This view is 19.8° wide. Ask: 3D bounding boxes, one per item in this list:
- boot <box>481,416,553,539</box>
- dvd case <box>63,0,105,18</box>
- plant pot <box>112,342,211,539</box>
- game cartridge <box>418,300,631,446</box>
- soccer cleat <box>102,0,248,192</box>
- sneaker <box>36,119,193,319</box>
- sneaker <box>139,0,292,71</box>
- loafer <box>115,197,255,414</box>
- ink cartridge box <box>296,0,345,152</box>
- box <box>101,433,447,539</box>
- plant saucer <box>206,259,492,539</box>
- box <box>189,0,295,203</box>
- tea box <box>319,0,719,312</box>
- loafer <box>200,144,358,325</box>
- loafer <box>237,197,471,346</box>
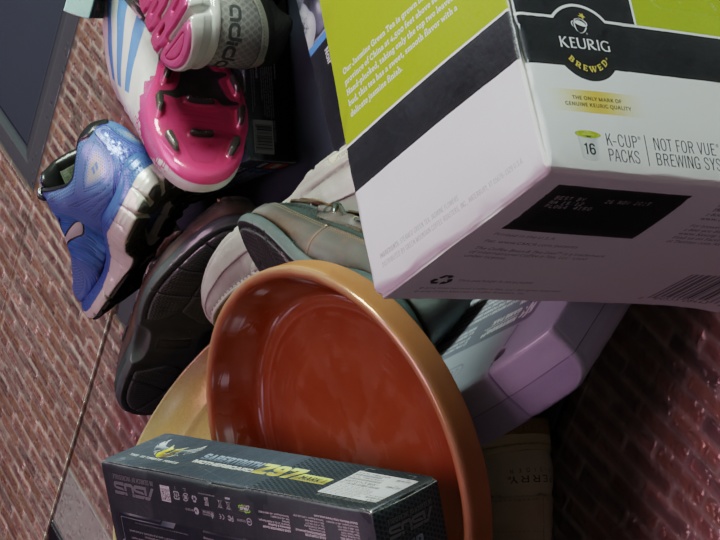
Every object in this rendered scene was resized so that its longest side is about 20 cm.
[{"bbox_3d":[0.045,0.176,1.106,0.200,0.072,0.157,-32,63,49],"label":"boot"},{"bbox_3d":[-0.163,-0.241,1.395,0.200,0.022,0.147,-113,39,-81],"label":"dvd case"},{"bbox_3d":[-0.078,0.114,1.273,0.200,0.027,0.201,-37,33,28],"label":"plant pot"},{"bbox_3d":[0.067,0.038,1.038,0.041,0.133,0.200,47,144,-9],"label":"game cartridge"},{"bbox_3d":[-0.120,-0.113,1.319,0.087,0.069,0.201,115,146,-46],"label":"soccer cleat"},{"bbox_3d":[-0.167,-0.039,1.382,0.089,0.078,0.200,47,151,11],"label":"sneaker"},{"bbox_3d":[-0.092,-0.189,1.284,0.074,0.087,0.201,-61,32,34],"label":"sneaker"},{"bbox_3d":[-0.120,0.014,1.362,0.200,0.071,0.063,-58,37,41],"label":"loafer"},{"bbox_3d":[0.027,-0.194,1.181,0.200,0.043,0.200,-41,54,47],"label":"ink cartridge box"},{"bbox_3d":[-0.036,0.170,1.011,0.199,0.051,0.159,4,108,46],"label":"box"},{"bbox_3d":[-0.005,0.091,1.017,0.200,0.032,0.202,27,126,43],"label":"plant saucer"},{"bbox_3d":[-0.098,-0.155,1.375,0.137,0.040,0.202,-15,75,55],"label":"box"},{"bbox_3d":[0.103,-0.098,0.910,0.133,0.199,0.198,-36,57,50],"label":"tea box"},{"bbox_3d":[-0.032,-0.006,1.233,0.200,0.070,0.070,-40,56,46],"label":"loafer"},{"bbox_3d":[0.000,0.000,1.114,0.200,0.063,0.072,31,152,59],"label":"loafer"}]
